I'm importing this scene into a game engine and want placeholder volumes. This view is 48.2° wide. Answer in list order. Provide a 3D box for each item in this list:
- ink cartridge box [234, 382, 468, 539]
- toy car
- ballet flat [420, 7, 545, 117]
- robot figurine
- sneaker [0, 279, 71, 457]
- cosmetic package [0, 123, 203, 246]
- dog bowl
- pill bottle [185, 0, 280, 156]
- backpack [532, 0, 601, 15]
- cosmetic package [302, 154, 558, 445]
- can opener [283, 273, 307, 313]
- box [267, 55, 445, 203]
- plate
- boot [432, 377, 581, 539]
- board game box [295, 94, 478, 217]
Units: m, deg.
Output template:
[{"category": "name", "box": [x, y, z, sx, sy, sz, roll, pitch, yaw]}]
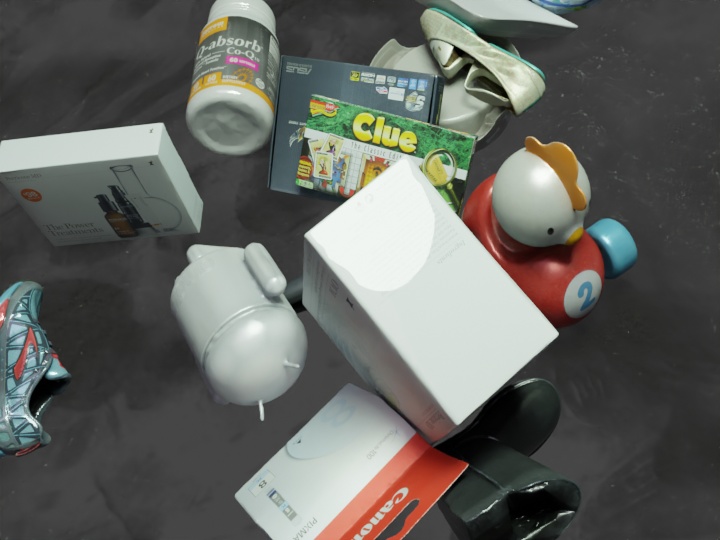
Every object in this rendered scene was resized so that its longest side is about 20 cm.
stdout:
[{"category": "ink cartridge box", "box": [-0.016, 0.187, 0.715, 0.160, 0.048, 0.199, -42, 18, -17]}, {"category": "toy car", "box": [0.182, -0.046, 0.789, 0.182, 0.201, 0.178, -32, 73, -14]}, {"category": "ballet flat", "box": [0.130, -0.249, 0.961, 0.199, 0.067, 0.063, 39, 86, 30]}, {"category": "robot figurine", "box": [-0.126, 0.057, 0.838, 0.111, 0.172, 0.201, 0, 37, -39]}, {"category": "sneaker", "box": [-0.362, 0.107, 0.890, 0.093, 0.080, 0.204, 0, 65, -1]}, {"category": "cosmetic package", "box": [-0.304, -0.097, 0.956, 0.195, 0.152, 0.053, -5, 55, 7]}, {"category": "dog bowl", "box": [0.107, -0.227, 1.022, 0.195, 0.059, 0.204, -5, 57, 7]}, {"category": "pill bottle", "box": [-0.163, -0.261, 1.058, 0.113, 0.117, 0.204, -5, 57, 7]}, {"category": "backpack", "box": [0.271, -0.447, 1.099, 0.159, 0.157, 0.201, -13, 34, -5]}, {"category": "cosmetic package", "box": [0.049, 0.043, 0.740, 0.122, 0.200, 0.201, -38, 78, -15]}, {"category": "can opener", "box": [0.000, 0.000, 0.891, 0.196, 0.064, 0.080, -17, 56, -1]}, {"category": "box", "box": [-0.007, -0.161, 0.952, 0.196, 0.051, 0.162, 12, 103, 18]}, {"category": "plate", "box": [0.154, -0.346, 1.051, 0.197, 0.033, 0.199, -9, 39, -39]}, {"category": "boot", "box": [0.134, 0.161, 0.682, 0.164, 0.200, 0.066, -38, 90, -7]}, {"category": "board game box", "box": [0.026, -0.124, 0.907, 0.196, 0.023, 0.107, 16, 104, 15]}]
